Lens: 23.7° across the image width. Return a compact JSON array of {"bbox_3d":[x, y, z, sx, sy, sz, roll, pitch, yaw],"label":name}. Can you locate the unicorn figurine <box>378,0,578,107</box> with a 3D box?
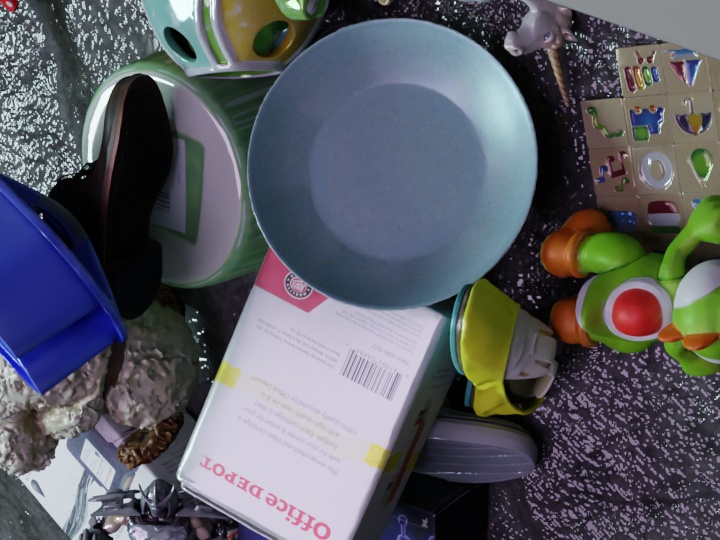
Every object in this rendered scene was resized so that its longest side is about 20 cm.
[{"bbox_3d":[0.060,-0.204,1.131,0.074,0.137,0.201,-52,57,45],"label":"unicorn figurine"}]

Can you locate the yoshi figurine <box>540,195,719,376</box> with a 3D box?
[{"bbox_3d":[0.217,0.011,1.103,0.200,0.112,0.112,11,74,51],"label":"yoshi figurine"}]

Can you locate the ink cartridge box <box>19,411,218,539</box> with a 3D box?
[{"bbox_3d":[-0.218,0.168,1.520,0.200,0.084,0.145,46,130,16],"label":"ink cartridge box"}]

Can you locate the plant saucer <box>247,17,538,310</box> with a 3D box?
[{"bbox_3d":[0.023,-0.071,1.174,0.200,0.039,0.202,-1,82,10],"label":"plant saucer"}]

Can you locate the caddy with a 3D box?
[{"bbox_3d":[-0.252,-0.008,1.258,0.200,0.105,0.142,43,166,23],"label":"caddy"}]

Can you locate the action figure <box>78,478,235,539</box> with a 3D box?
[{"bbox_3d":[-0.166,0.246,1.420,0.129,0.070,0.201,9,128,5],"label":"action figure"}]

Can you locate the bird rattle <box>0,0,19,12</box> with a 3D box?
[{"bbox_3d":[-0.283,-0.298,1.410,0.200,0.112,0.164,1,96,53],"label":"bird rattle"}]

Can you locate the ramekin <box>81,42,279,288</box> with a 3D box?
[{"bbox_3d":[-0.124,-0.083,1.334,0.199,0.098,0.201,16,117,34],"label":"ramekin"}]

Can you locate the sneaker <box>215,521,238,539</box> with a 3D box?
[{"bbox_3d":[-0.132,0.301,1.510,0.094,0.070,0.200,56,129,16],"label":"sneaker"}]

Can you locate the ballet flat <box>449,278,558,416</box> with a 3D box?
[{"bbox_3d":[0.102,0.057,1.172,0.067,0.200,0.067,11,72,11],"label":"ballet flat"}]

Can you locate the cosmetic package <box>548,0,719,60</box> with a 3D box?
[{"bbox_3d":[0.179,-0.199,1.036,0.199,0.103,0.088,25,120,29],"label":"cosmetic package"}]

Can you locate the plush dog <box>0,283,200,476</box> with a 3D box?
[{"bbox_3d":[-0.215,0.069,1.406,0.160,0.171,0.201,151,125,-67],"label":"plush dog"}]

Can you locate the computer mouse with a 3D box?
[{"bbox_3d":[0.033,-0.082,1.237,0.200,0.046,0.141,35,114,12],"label":"computer mouse"}]

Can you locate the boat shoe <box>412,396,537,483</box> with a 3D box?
[{"bbox_3d":[0.038,0.112,1.294,0.199,0.067,0.074,4,147,15],"label":"boat shoe"}]

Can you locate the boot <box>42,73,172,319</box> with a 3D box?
[{"bbox_3d":[-0.200,-0.065,1.288,0.097,0.075,0.201,24,123,27],"label":"boot"}]

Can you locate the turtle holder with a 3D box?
[{"bbox_3d":[-0.074,-0.205,1.212,0.185,0.141,0.133,0,92,31],"label":"turtle holder"}]

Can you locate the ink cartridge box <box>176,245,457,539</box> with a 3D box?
[{"bbox_3d":[-0.025,0.091,1.229,0.145,0.083,0.201,27,99,19],"label":"ink cartridge box"}]

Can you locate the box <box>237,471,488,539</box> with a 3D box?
[{"bbox_3d":[-0.002,0.211,1.365,0.199,0.079,0.142,15,114,35],"label":"box"}]

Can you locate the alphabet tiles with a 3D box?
[{"bbox_3d":[0.226,-0.051,1.120,0.166,0.006,0.201,-1,106,39],"label":"alphabet tiles"}]
